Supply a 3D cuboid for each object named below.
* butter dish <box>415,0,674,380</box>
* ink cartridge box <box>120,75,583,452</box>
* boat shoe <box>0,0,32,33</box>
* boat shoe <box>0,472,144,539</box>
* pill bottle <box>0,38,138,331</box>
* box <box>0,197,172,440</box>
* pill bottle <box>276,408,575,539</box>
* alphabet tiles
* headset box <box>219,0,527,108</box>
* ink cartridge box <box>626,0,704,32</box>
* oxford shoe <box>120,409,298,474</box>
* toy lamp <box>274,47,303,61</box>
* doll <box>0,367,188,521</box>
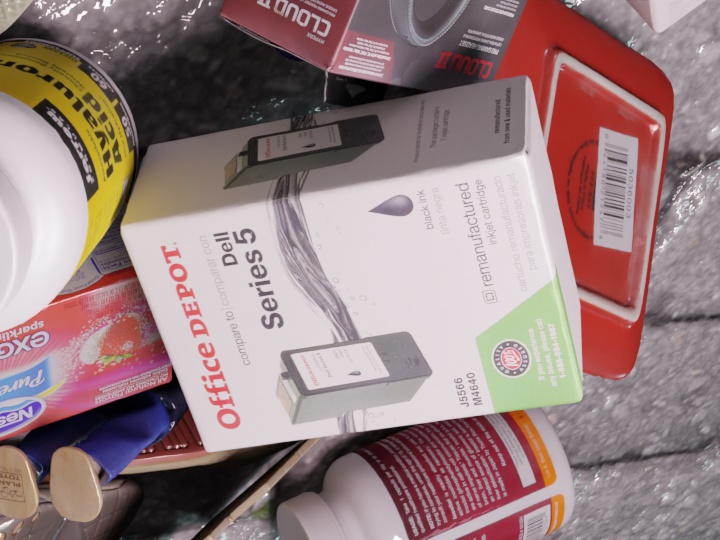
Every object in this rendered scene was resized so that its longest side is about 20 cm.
[{"bbox_3d":[0.082,-0.048,1.033,0.199,0.147,0.201,21,75,-48],"label":"butter dish"},{"bbox_3d":[0.000,0.000,0.856,0.199,0.084,0.146,-10,122,12],"label":"ink cartridge box"},{"bbox_3d":[-0.172,-0.157,0.771,0.200,0.062,0.074,-37,144,27],"label":"boat shoe"},{"bbox_3d":[-0.198,0.142,1.066,0.076,0.072,0.200,-54,161,3],"label":"boat shoe"},{"bbox_3d":[-0.169,-0.035,0.775,0.111,0.200,0.112,1,107,3],"label":"pill bottle"},{"bbox_3d":[-0.207,0.027,0.908,0.199,0.100,0.096,-19,140,-23],"label":"box"},{"bbox_3d":[0.046,0.170,1.254,0.199,0.113,0.113,-21,141,-20],"label":"pill bottle"},{"bbox_3d":[-0.096,0.169,1.124,0.166,0.006,0.200,-42,178,19],"label":"alphabet tiles"},{"bbox_3d":[0.028,-0.173,0.834,0.149,0.077,0.201,3,112,-57],"label":"headset box"},{"bbox_3d":[0.180,-0.227,0.935,0.115,0.068,0.200,-36,157,-1],"label":"ink cartridge box"},{"bbox_3d":[-0.104,0.106,1.103,0.199,0.071,0.075,-8,140,-31],"label":"oxford shoe"},{"bbox_3d":[-0.046,-0.185,0.843,0.058,0.058,0.200,-31,142,-7],"label":"toy lamp"},{"bbox_3d":[-0.139,0.078,0.995,0.200,0.136,0.049,-43,129,-61],"label":"doll"}]
